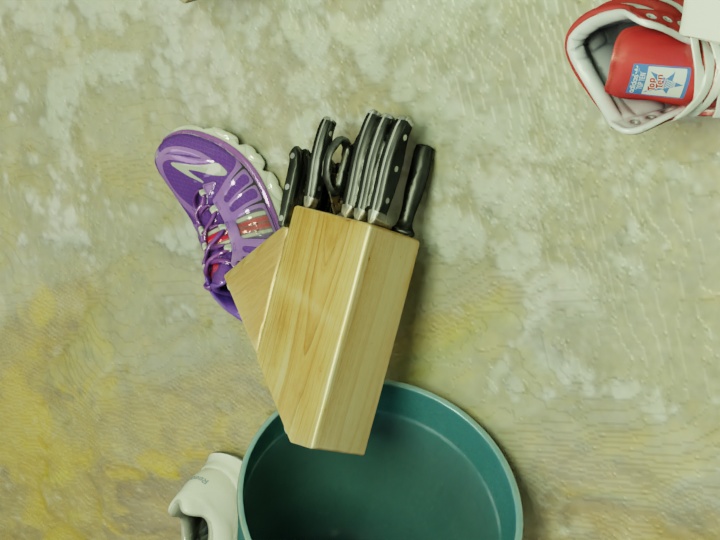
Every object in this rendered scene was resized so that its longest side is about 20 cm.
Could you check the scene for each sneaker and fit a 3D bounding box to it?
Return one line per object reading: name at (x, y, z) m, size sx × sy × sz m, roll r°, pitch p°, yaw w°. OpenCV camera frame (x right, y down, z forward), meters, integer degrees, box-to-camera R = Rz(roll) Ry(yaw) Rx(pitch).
sneaker at (-0.115, 0.258, 1.264) m, size 0.074 × 0.087 × 0.201 m, roll -7°, pitch 105°, yaw 40°
sneaker at (0.206, -0.106, 0.807) m, size 0.199 × 0.112 × 0.072 m, roll 22°, pitch 122°, yaw 32°
sneaker at (-0.094, -0.024, 1.123) m, size 0.200 × 0.083 × 0.081 m, roll 53°, pitch 133°, yaw 10°

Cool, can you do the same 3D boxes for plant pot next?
plant pot at (-0.001, 0.215, 1.086) m, size 0.200 × 0.200 × 0.188 m, roll 41°, pitch 144°, yaw 19°

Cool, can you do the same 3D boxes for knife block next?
knife block at (0.000, 0.000, 1.013) m, size 0.175 × 0.064 × 0.201 m, roll -37°, pitch 61°, yaw 25°

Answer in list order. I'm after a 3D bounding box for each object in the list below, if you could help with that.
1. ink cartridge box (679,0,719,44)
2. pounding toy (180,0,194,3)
ink cartridge box at (0.230, -0.214, 0.716) m, size 0.085 × 0.147 × 0.201 m, roll 21°, pitch 120°, yaw 33°
pounding toy at (-0.114, -0.287, 0.981) m, size 0.200 × 0.142 × 0.185 m, roll 38°, pitch 130°, yaw 22°
